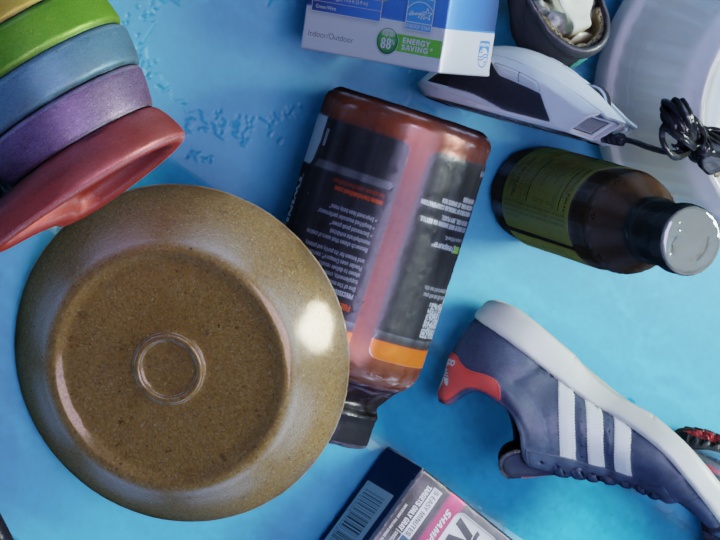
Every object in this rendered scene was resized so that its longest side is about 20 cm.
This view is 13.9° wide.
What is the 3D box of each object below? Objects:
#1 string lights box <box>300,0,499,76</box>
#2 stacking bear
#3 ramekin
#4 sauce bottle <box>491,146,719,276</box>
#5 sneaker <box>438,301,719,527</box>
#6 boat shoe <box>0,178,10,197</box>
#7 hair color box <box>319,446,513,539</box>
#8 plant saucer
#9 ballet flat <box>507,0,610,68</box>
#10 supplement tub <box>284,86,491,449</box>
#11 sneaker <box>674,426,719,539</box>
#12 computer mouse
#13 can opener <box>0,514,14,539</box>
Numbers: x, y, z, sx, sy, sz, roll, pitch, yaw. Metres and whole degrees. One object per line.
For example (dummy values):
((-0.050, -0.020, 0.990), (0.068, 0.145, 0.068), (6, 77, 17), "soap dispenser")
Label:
((0.034, -0.220, 1.714), (0.059, 0.102, 0.201), (-3, 102, -56), "string lights box")
((-0.190, -0.129, 1.593), (0.113, 0.121, 0.201), (-33, 87, 29), "stacking bear")
((0.252, -0.109, 1.828), (0.201, 0.094, 0.204), (-7, 106, -24), "ramekin")
((0.147, -0.031, 1.749), (0.064, 0.200, 0.065), (-5, 103, -24), "sauce bottle")
((0.135, 0.108, 1.816), (0.200, 0.075, 0.085), (38, 90, 2), "sneaker")
((-0.219, -0.070, 1.664), (0.074, 0.062, 0.201), (29, 86, -23), "boat shoe")
((0.068, 0.210, 1.836), (0.200, 0.060, 0.100), (39, 84, -25), "hair color box")
((-0.107, 0.052, 1.693), (0.199, 0.035, 0.202), (2, 103, 10), "plant saucer")
((0.106, -0.214, 1.752), (0.073, 0.073, 0.201), (-22, 107, -18), "ballet flat")
((0.000, 0.000, 1.744), (0.106, 0.107, 0.201), (17, 93, -24), "supplement tub")
((0.259, 0.181, 1.902), (0.200, 0.079, 0.096), (39, 86, -24), "sneaker")
((0.125, -0.101, 1.739), (0.110, 0.199, 0.044), (12, 94, -63), "computer mouse")
((-0.225, 0.161, 1.713), (0.201, 0.078, 0.063), (60, 37, -23), "can opener")
